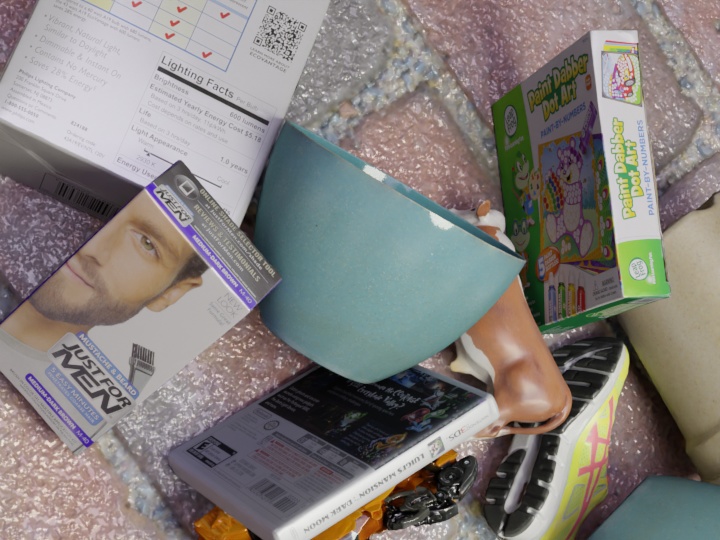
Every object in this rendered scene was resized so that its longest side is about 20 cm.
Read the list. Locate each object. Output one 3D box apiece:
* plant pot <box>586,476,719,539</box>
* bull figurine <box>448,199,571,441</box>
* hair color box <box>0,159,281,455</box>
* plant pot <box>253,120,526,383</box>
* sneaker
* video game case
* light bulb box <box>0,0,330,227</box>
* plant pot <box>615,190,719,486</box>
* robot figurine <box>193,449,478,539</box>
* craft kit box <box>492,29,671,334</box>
[{"bbox_3d":[0.230,0.233,1.150,0.200,0.200,0.135,-41,76,-21],"label":"plant pot"},{"bbox_3d":[0.088,0.041,1.220,0.121,0.065,0.201,-24,70,-3],"label":"bull figurine"},{"bbox_3d":[-0.163,0.029,1.083,0.109,0.200,0.065,48,29,-4],"label":"hair color box"},{"bbox_3d":[0.000,0.000,1.122,0.199,0.200,0.135,30,96,-11],"label":"plant pot"},{"bbox_3d":[0.167,0.144,1.243,0.090,0.078,0.201,48,61,-33],"label":"sneaker"},{"bbox_3d":[-0.024,0.119,1.112,0.181,0.200,0.024,-30,111,-21],"label":"video game case"},{"bbox_3d":[-0.154,-0.143,1.153,0.197,0.125,0.201,25,72,-12],"label":"light bulb box"},{"bbox_3d":[0.296,0.046,1.247,0.200,0.201,0.184,-34,81,-21],"label":"plant pot"},{"bbox_3d":[-0.012,0.168,1.127,0.199,0.145,0.059,-28,130,-26],"label":"robot figurine"},{"bbox_3d":[0.166,-0.061,1.205,0.048,0.200,0.200,0,79,-17],"label":"craft kit box"}]
